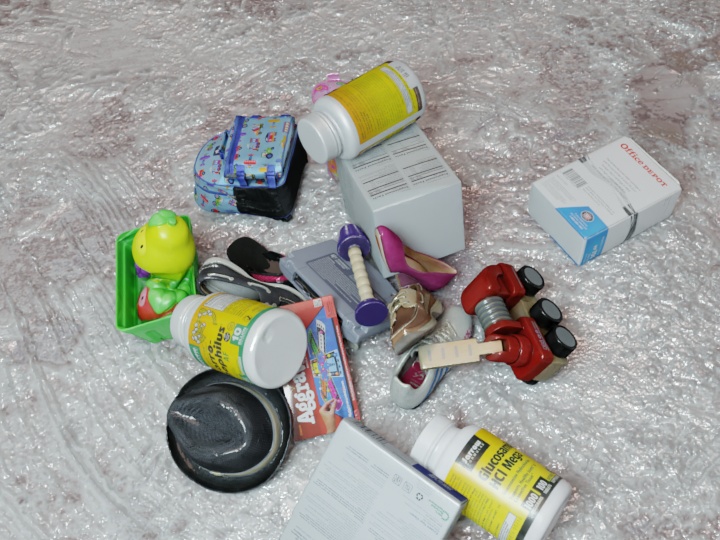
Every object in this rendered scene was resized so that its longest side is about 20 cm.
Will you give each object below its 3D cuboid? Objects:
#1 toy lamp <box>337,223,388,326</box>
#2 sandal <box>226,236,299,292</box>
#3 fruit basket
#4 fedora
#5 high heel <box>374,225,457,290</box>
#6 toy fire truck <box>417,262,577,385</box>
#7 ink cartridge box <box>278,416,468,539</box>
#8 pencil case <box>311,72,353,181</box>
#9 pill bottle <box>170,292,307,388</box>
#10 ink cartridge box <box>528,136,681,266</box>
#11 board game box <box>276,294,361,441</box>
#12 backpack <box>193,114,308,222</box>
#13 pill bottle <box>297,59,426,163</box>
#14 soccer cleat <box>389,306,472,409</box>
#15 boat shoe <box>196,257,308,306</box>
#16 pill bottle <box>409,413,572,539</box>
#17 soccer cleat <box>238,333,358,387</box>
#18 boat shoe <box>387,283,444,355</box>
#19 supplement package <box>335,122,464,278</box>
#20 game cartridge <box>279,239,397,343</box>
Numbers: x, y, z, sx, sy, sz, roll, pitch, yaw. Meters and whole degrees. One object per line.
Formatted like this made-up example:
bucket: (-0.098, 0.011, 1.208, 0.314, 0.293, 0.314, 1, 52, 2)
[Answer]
toy lamp: (0.000, 0.000, 1.232, 0.058, 0.058, 0.200, -13, 45, -3)
sandal: (-0.155, -0.003, 1.321, 0.200, 0.045, 0.075, 33, 64, 25)
fruit basket: (-0.324, -0.009, 1.242, 0.155, 0.216, 0.216, -16, 54, 4)
fedora: (-0.202, 0.221, 1.106, 0.200, 0.092, 0.201, -4, 73, 14)
high heel: (0.086, -0.027, 1.211, 0.096, 0.200, 0.068, -22, 61, 7)
toy fire truck: (0.185, 0.082, 1.149, 0.200, 0.129, 0.176, 9, 46, -35)
ink cartridge box: (0.013, 0.332, 1.036, 0.196, 0.043, 0.200, 32, 100, 24)
pencil case: (-0.034, -0.249, 1.388, 0.087, 0.200, 0.088, -5, 51, 6)
pill bottle: (-0.183, 0.093, 1.129, 0.200, 0.113, 0.113, 13, 54, 40)
ink cartridge box: (0.410, -0.120, 1.320, 0.200, 0.086, 0.147, -26, 56, -14)
board game box: (-0.070, 0.145, 1.165, 0.103, 0.019, 0.200, -13, 82, -6)
backpack: (-0.211, -0.190, 1.409, 0.200, 0.135, 0.183, 4, 54, 12)
pill bottle: (0.001, -0.252, 1.254, 0.200, 0.109, 0.109, -33, 58, -22)
soccer cleat: (0.113, 0.121, 1.179, 0.070, 0.086, 0.200, 26, 61, 22)
boat shoe: (-0.165, 0.047, 1.230, 0.200, 0.074, 0.060, 30, 26, -12)
pill bottle: (0.169, 0.280, 1.042, 0.200, 0.113, 0.112, 30, 62, 24)
soccer cleat: (-0.095, 0.138, 1.203, 0.200, 0.069, 0.078, -32, 60, -20)
boat shoe: (0.069, 0.067, 1.150, 0.076, 0.200, 0.072, -42, 89, 15)
supplement package: (0.063, -0.125, 1.304, 0.150, 0.152, 0.200, -20, 46, -9)
game cartridge: (-0.022, 0.029, 1.260, 0.133, 0.041, 0.200, -23, 54, -37)
